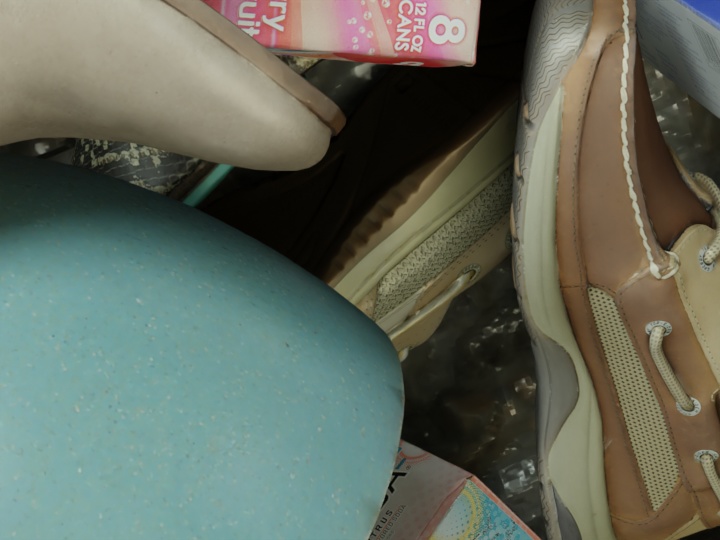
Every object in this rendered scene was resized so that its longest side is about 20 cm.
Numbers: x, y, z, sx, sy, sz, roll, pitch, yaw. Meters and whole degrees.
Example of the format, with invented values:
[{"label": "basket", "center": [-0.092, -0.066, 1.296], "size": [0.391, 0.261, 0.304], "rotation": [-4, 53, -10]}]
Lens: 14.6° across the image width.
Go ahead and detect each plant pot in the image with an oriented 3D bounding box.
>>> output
[{"label": "plant pot", "center": [-0.107, 0.047, 0.689], "size": [0.200, 0.200, 0.135], "rotation": [-44, 112, 9]}]

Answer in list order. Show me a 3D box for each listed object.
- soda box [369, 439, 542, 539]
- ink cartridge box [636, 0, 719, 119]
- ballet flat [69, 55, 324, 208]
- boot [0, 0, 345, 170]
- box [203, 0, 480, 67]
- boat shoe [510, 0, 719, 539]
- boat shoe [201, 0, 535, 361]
[{"label": "soda box", "center": [0.048, 0.126, 0.876], "size": [0.064, 0.068, 0.200], "rotation": [-55, 132, -12]}, {"label": "ink cartridge box", "center": [0.127, -0.080, 0.744], "size": [0.094, 0.200, 0.044], "rotation": [-29, 107, 0]}, {"label": "ballet flat", "center": [-0.023, -0.076, 0.793], "size": [0.200, 0.068, 0.075], "rotation": [-36, 98, -2]}, {"label": "boot", "center": [-0.123, -0.027, 0.608], "size": [0.199, 0.070, 0.147], "rotation": [31, 80, 13]}, {"label": "box", "center": [-0.020, -0.156, 0.696], "size": [0.102, 0.095, 0.202], "rotation": [4, 97, -18]}, {"label": "boat shoe", "center": [0.081, 0.000, 0.777], "size": [0.071, 0.076, 0.201], "rotation": [-2, 135, 8]}, {"label": "boat shoe", "center": [0.000, 0.000, 0.827], "size": [0.200, 0.072, 0.065], "rotation": [-42, 129, 1]}]
